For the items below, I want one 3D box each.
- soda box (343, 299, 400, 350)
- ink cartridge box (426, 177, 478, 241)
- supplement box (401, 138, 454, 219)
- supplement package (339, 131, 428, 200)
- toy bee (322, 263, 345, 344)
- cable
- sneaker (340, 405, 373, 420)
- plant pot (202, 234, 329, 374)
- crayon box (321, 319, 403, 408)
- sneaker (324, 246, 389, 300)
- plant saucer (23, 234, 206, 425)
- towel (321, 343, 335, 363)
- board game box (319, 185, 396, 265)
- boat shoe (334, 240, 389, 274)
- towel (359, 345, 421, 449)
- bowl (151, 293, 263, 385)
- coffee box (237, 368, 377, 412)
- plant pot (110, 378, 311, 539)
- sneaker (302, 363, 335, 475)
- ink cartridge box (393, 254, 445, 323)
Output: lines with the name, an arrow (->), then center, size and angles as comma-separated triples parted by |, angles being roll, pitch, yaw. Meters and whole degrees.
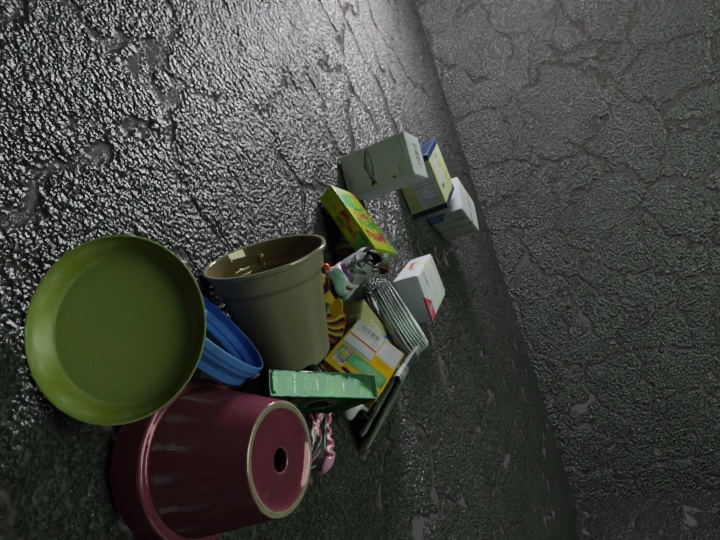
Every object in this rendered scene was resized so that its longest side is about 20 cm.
soda box -> 0.023, 0.160, 1.229 | 0.201, 0.063, 0.068 | 55, 31, -36
ink cartridge box -> 0.358, -0.236, 2.059 | 0.200, 0.145, 0.147 | 37, 43, -52
supplement box -> 0.229, -0.326, 1.859 | 0.202, 0.133, 0.201 | 64, 27, -20
supplement package -> 0.062, -0.276, 1.410 | 0.117, 0.198, 0.119 | -10, 84, -65
toy bee -> -0.079, 0.047, 1.004 | 0.109, 0.130, 0.201 | -51, 146, -15
cable -> 0.097, 0.123, 1.321 | 0.201, 0.069, 0.200 | 56, 3, 5
sneaker -> 0.008, 0.261, 1.124 | 0.199, 0.077, 0.101 | -10, 101, -54
plant pot -> -0.132, 0.061, 0.849 | 0.201, 0.197, 0.186 | -47, 128, -61
crayon box -> 0.001, 0.188, 1.046 | 0.125, 0.052, 0.200 | 38, 25, 6
sneaker -> 0.000, 0.000, 1.126 | 0.078, 0.139, 0.200 | 58, -3, 0
plant saucer -> -0.263, 0.063, 0.574 | 0.031, 0.197, 0.203 | 79, -2, -82
towel -> -0.060, 0.193, 1.095 | 0.200, 0.018, 0.087 | 36, 50, -54
board game box -> -0.007, -0.106, 1.244 | 0.201, 0.048, 0.101 | 55, 22, 23
boat shoe -> 0.005, -0.015, 1.297 | 0.199, 0.071, 0.069 | 22, 61, -52
towel -> 0.065, 0.273, 1.155 | 0.202, 0.034, 0.192 | -67, 168, 20
bowl -> -0.214, 0.074, 0.689 | 0.200, 0.039, 0.201 | 43, -3, 3
coffee box -> -0.084, 0.197, 0.842 | 0.198, 0.123, 0.045 | 10, 60, -34
plant pot -> -0.166, 0.231, 0.644 | 0.200, 0.177, 0.203 | 34, 50, -54
sneaker -> -0.097, 0.254, 0.927 | 0.095, 0.078, 0.203 | 21, 55, -46
ink cartridge box -> 0.183, 0.056, 1.596 | 0.147, 0.082, 0.200 | 68, 26, -12
